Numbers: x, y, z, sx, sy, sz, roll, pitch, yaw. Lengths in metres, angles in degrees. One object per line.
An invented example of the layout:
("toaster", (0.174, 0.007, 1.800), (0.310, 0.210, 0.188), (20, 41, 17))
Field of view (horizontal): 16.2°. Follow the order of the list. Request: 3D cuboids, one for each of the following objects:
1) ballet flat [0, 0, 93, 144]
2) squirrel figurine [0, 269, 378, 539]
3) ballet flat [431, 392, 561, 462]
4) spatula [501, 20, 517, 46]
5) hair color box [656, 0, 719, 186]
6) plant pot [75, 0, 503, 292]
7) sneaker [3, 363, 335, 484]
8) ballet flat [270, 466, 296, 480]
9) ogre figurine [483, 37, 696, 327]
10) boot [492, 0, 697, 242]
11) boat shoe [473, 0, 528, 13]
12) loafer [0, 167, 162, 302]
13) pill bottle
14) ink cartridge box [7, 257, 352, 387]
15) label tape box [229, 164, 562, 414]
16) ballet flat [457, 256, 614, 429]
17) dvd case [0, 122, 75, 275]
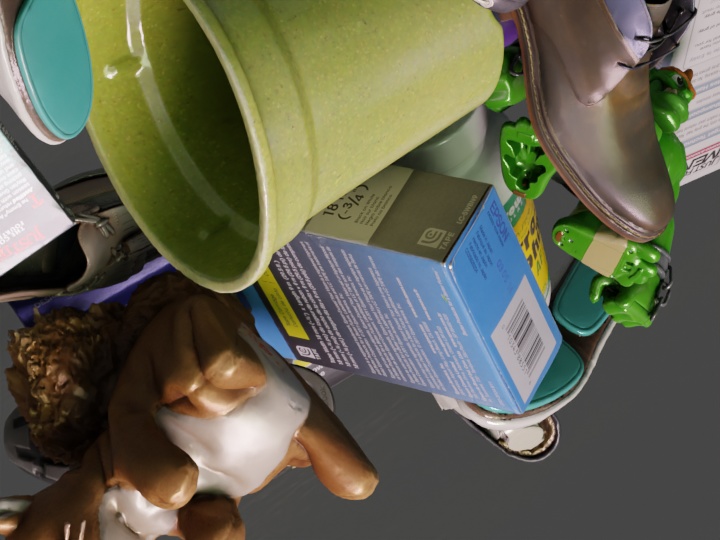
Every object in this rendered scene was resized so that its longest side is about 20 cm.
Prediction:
("ballet flat", (-0.190, -0.148, 1.293), (0.069, 0.070, 0.200), (-25, 139, -8))
("squirrel figurine", (-0.126, 0.100, 1.427), (0.187, 0.200, 0.141), (-44, 133, 5))
("ballet flat", (0.085, 0.077, 1.711), (0.073, 0.073, 0.200), (-36, 141, 6))
("spatula", (0.119, -0.121, 1.559), (0.056, 0.021, 0.200), (-34, 142, -1))
("hair color box", (0.205, -0.144, 1.550), (0.099, 0.061, 0.201), (-23, 142, -28))
("plant pot", (-0.032, -0.115, 1.349), (0.184, 0.200, 0.201), (-25, 143, -27))
("sneaker", (-0.116, 0.102, 1.530), (0.199, 0.076, 0.079), (-3, 167, -11))
("ballet flat", (-0.110, 0.140, 1.590), (0.199, 0.057, 0.067), (-20, 143, -15))
("ogre figurine", (0.136, -0.076, 1.471), (0.200, 0.120, 0.098), (41, 142, -17))
("boot", (0.140, -0.111, 1.357), (0.075, 0.201, 0.097), (-36, -166, -38))
("boat shoe", (0.017, -0.208, 1.291), (0.074, 0.200, 0.060), (-56, -177, -40))
("loafer", (-0.179, -0.008, 1.438), (0.199, 0.063, 0.072), (-10, 128, -23))
("pill bottle", (0.048, -0.040, 1.525), (0.112, 0.113, 0.200), (-26, 141, -7))
("ink cartridge box", (-0.094, 0.035, 1.565), (0.197, 0.047, 0.200), (-29, 144, -2))
("label tape box", (0.000, 0.000, 1.447), (0.063, 0.199, 0.144), (-59, 144, -27))
("ballet flat", (0.120, 0.054, 1.648), (0.200, 0.069, 0.070), (-45, 156, -42))
("dvd case", (-0.263, -0.057, 1.319), (0.146, 0.022, 0.200), (-35, 121, 3))
